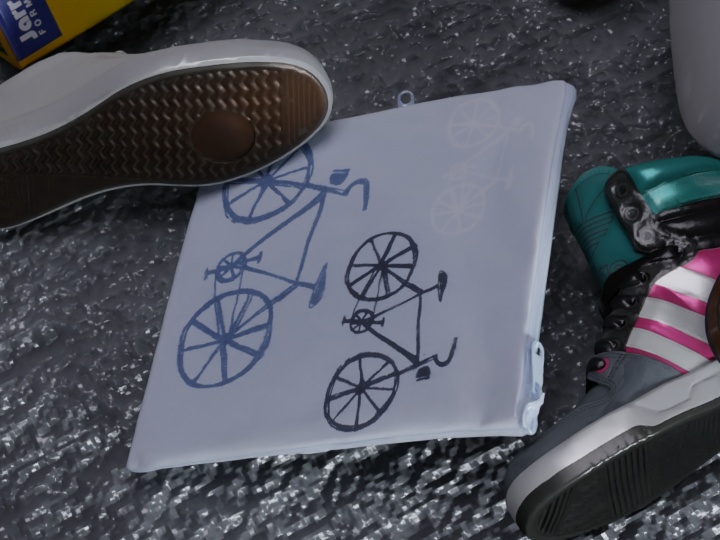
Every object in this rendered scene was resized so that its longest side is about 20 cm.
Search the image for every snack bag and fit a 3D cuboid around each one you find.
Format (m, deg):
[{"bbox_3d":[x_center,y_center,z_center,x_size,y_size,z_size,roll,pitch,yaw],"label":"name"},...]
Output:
[{"bbox_3d":[0.000,0.000,0.809,0.198,0.021,0.190,-9,51,26],"label":"snack bag"}]

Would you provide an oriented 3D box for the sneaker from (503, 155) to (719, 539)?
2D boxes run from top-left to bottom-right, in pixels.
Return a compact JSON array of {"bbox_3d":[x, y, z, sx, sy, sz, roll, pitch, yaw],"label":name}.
[{"bbox_3d":[0.115,0.018,0.774,0.199,0.084,0.121,-30,61,-22],"label":"sneaker"}]

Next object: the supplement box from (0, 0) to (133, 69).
[{"bbox_3d":[-0.132,-0.211,0.936,0.199,0.109,0.109,-35,35,-15],"label":"supplement box"}]

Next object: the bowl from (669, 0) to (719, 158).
[{"bbox_3d":[0.244,-0.124,0.825,0.198,0.075,0.201,11,45,-1],"label":"bowl"}]

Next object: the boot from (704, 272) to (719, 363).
[{"bbox_3d":[0.195,-0.054,0.697,0.074,0.097,0.202,21,80,1],"label":"boot"}]

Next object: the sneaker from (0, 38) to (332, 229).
[{"bbox_3d":[-0.108,-0.085,0.874,0.198,0.073,0.085,-11,41,14],"label":"sneaker"}]
